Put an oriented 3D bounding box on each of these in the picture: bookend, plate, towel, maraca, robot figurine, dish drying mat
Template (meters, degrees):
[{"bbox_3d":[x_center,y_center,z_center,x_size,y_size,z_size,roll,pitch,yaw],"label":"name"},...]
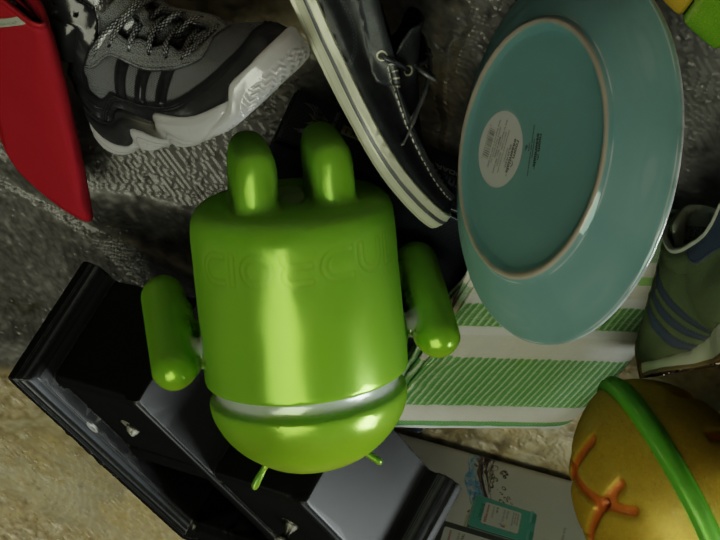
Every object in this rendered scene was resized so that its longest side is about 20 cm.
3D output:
[{"bbox_3d":[-0.075,0.101,1.214,0.199,0.092,0.199,11,151,42],"label":"bookend"},{"bbox_3d":[0.096,-0.062,1.023,0.025,0.201,0.200,6,143,-30],"label":"plate"},{"bbox_3d":[0.109,0.030,1.178,0.151,0.024,0.201,3,138,-25],"label":"towel"},{"bbox_3d":[0.189,0.152,1.148,0.106,0.137,0.201,-27,91,-2],"label":"maraca"},{"bbox_3d":[-0.033,0.023,1.101,0.174,0.116,0.202,-8,106,-9],"label":"robot figurine"},{"bbox_3d":[-0.195,-0.104,1.153,0.077,0.018,0.201,39,155,20],"label":"dish drying mat"}]

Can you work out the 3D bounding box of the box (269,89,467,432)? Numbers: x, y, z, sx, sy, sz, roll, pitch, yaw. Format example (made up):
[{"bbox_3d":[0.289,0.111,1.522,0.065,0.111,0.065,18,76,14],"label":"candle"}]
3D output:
[{"bbox_3d":[0.000,0.000,1.212,0.157,0.051,0.201,23,136,-1],"label":"box"}]

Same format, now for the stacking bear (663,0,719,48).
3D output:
[{"bbox_3d":[0.179,-0.166,0.952,0.199,0.114,0.122,35,114,2],"label":"stacking bear"}]

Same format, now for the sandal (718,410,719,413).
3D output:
[{"bbox_3d":[0.241,0.125,1.240,0.199,0.080,0.087,-19,161,25],"label":"sandal"}]

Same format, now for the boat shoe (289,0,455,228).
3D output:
[{"bbox_3d":[0.011,-0.114,1.070,0.062,0.075,0.201,-25,108,3],"label":"boat shoe"}]

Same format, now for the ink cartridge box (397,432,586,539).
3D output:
[{"bbox_3d":[0.073,0.226,1.331,0.198,0.147,0.147,15,135,6],"label":"ink cartridge box"}]

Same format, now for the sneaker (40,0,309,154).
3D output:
[{"bbox_3d":[-0.116,-0.130,1.084,0.199,0.076,0.114,-7,124,54],"label":"sneaker"}]

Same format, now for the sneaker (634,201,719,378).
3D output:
[{"bbox_3d":[0.197,0.007,1.107,0.067,0.091,0.200,-9,174,-9],"label":"sneaker"}]
